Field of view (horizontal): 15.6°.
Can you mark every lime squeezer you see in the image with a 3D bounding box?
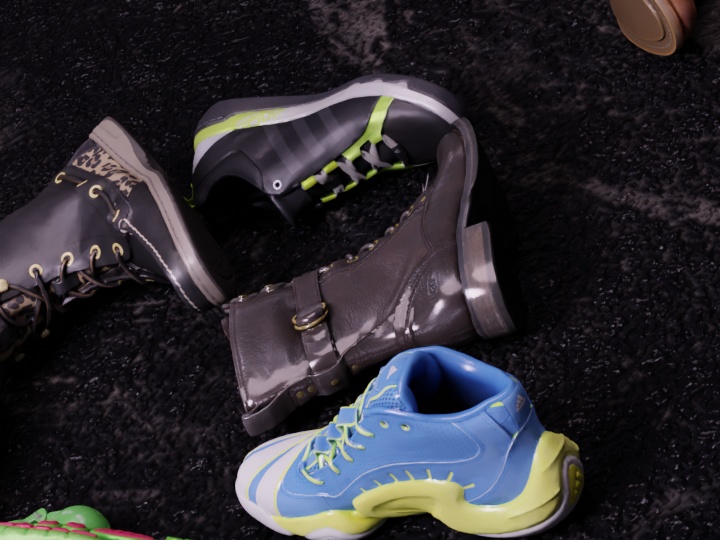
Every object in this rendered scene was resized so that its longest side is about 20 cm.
[{"bbox_3d":[-0.173,0.163,1.417,0.198,0.038,0.071,-7,68,23],"label":"lime squeezer"}]

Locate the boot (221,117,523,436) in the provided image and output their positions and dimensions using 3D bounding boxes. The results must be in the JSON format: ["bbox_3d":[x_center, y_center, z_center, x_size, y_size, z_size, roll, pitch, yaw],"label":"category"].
[{"bbox_3d":[0.000,0.000,1.492,0.173,0.070,0.201,-20,32,13],"label":"boot"}]

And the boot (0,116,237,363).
[{"bbox_3d":[-0.166,0.001,1.579,0.150,0.073,0.200,-38,39,-2],"label":"boot"}]

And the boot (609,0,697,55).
[{"bbox_3d":[0.218,-0.218,1.650,0.154,0.074,0.200,-21,36,-2],"label":"boot"}]

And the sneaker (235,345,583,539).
[{"bbox_3d":[0.014,0.080,1.338,0.199,0.106,0.076,-4,38,28],"label":"sneaker"}]

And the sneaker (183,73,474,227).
[{"bbox_3d":[-0.021,-0.061,1.605,0.199,0.072,0.083,-7,57,31],"label":"sneaker"}]

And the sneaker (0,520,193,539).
[{"bbox_3d":[-0.107,0.177,1.325,0.198,0.085,0.077,7,2,22],"label":"sneaker"}]
